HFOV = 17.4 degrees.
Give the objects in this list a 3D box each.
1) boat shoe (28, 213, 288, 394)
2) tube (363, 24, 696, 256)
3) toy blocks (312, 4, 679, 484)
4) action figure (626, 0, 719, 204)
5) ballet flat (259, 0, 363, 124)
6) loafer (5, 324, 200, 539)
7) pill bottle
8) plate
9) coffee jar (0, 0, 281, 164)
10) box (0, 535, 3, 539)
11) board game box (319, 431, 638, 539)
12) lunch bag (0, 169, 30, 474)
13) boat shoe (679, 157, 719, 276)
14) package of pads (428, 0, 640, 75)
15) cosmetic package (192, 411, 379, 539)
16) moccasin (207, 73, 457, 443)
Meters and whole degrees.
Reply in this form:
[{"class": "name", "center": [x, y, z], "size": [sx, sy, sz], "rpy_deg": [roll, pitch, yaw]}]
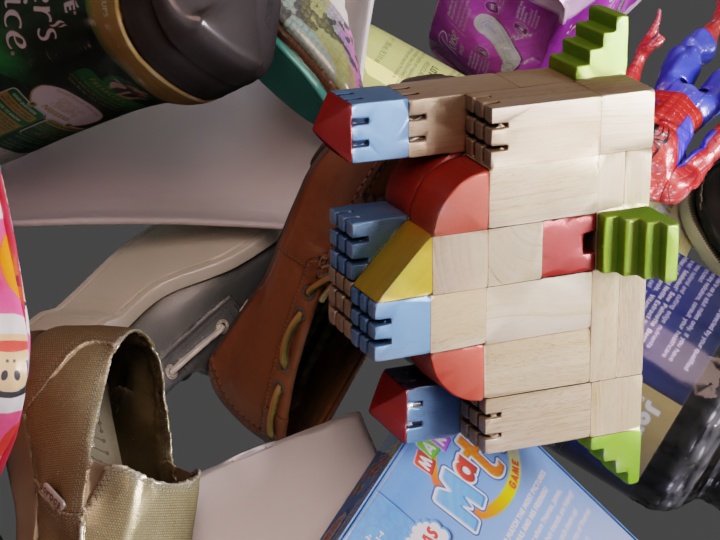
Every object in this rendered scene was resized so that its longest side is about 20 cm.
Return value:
[{"class": "boat shoe", "center": [-0.096, 0.027, 1.125], "size": [0.200, 0.062, 0.073], "rpy_deg": [-37, 31, -31]}, {"class": "tube", "center": [0.079, -0.056, 1.186], "size": [0.199, 0.052, 0.058], "rpy_deg": [30, 92, 3]}, {"class": "toy blocks", "center": [0.048, -0.002, 0.982], "size": [0.136, 0.201, 0.100], "rpy_deg": [-8, 21, -21]}, {"class": "action figure", "center": [0.165, -0.090, 1.180], "size": [0.065, 0.052, 0.200], "rpy_deg": [29, 49, 13]}, {"class": "ballet flat", "center": [-0.057, -0.139, 1.131], "size": [0.200, 0.069, 0.071], "rpy_deg": [34, 66, 30]}, {"class": "loafer", "center": [-0.103, 0.110, 0.985], "size": [0.067, 0.076, 0.201], "rpy_deg": [-27, 71, 29]}, {"class": "pill bottle", "center": [0.126, 0.042, 1.106], "size": [0.200, 0.112, 0.112], "rpy_deg": [31, 64, 9]}, {"class": "plate", "center": [-0.090, -0.101, 1.170], "size": [0.199, 0.032, 0.201], "rpy_deg": [1, 60, 11]}, {"class": "coffee jar", "center": [-0.127, -0.115, 1.075], "size": [0.199, 0.085, 0.105], "rpy_deg": [-14, 59, 34]}, {"class": "box", "center": [-0.266, 0.105, 1.058], "size": [0.157, 0.051, 0.200], "rpy_deg": [-29, 71, -21]}, {"class": "board game box", "center": [0.078, 0.153, 1.021], "size": [0.200, 0.037, 0.151], "rpy_deg": [45, 36, -5]}, {"class": "lunch bag", "center": [-0.193, -0.004, 0.996], "size": [0.082, 0.176, 0.201], "rpy_deg": [0, 56, -27]}, {"class": "boat shoe", "center": [0.239, 0.018, 1.153], "size": [0.074, 0.066, 0.200], "rpy_deg": [-27, 75, -26]}, {"class": "package of pads", "center": [0.127, -0.182, 1.212], "size": [0.076, 0.121, 0.200], "rpy_deg": [40, 65, 12]}, {"class": "cosmetic package", "center": [-0.013, 0.177, 1.040], "size": [0.112, 0.081, 0.201], "rpy_deg": [-19, 66, -16]}, {"class": "moccasin", "center": [-0.001, 0.000, 1.054], "size": [0.073, 0.202, 0.078], "rpy_deg": [3, 38, -50]}]
